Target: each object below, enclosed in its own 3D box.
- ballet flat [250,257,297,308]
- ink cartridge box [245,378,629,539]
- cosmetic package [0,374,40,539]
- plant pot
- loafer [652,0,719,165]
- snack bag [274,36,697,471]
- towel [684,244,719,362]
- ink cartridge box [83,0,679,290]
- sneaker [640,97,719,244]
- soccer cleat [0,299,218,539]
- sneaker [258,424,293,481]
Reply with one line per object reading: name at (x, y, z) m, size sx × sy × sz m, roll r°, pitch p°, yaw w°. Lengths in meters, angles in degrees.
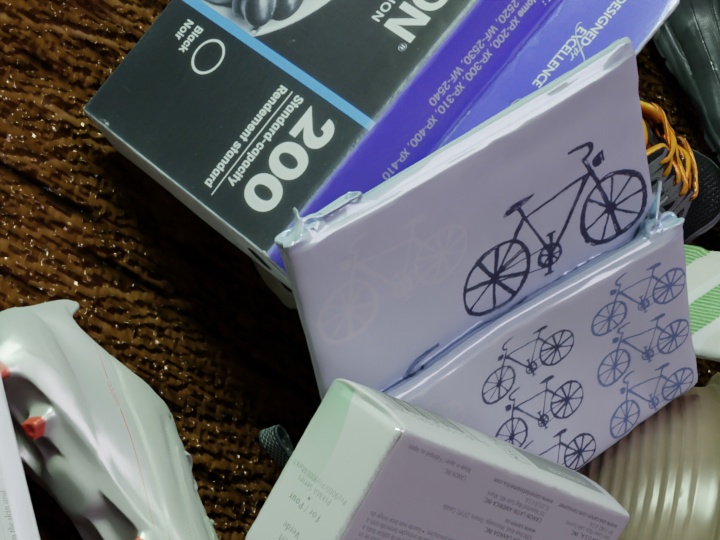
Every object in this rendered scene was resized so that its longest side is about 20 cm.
ballet flat at (0.000, 0.000, 0.946) m, size 0.200 × 0.068 × 0.072 m, roll 38°, pitch 60°, yaw 24°
ink cartridge box at (0.006, 0.157, 0.841) m, size 0.161 × 0.200 × 0.050 m, roll 25°, pitch 9°, yaw -45°
cosmetic package at (-0.172, 0.060, 0.767) m, size 0.082 × 0.051 × 0.200 m, roll -14°, pitch 74°, yaw -11°
plant pot at (0.125, 0.138, 0.967) m, size 0.093 × 0.201 × 0.201 m, roll 15°, pitch 51°, yaw -1°
loafer at (0.241, -0.101, 1.253) m, size 0.068 × 0.070 × 0.201 m, roll 32°, pitch 31°, yaw -56°
snack bag at (0.062, 0.020, 0.853) m, size 0.188 × 0.021 × 0.200 m, roll -31°, pitch 130°, yaw -22°
towel at (0.176, 0.020, 1.064) m, size 0.152 × 0.200 × 0.023 m, roll -25°, pitch 118°, yaw -52°
ink cartridge box at (0.002, -0.093, 0.891) m, size 0.200 × 0.198 × 0.043 m, roll 37°, pitch -4°, yaw 36°
sneaker at (0.153, -0.061, 1.169) m, size 0.200 × 0.077 × 0.078 m, roll 10°, pitch 58°, yaw -44°
soccer cleat at (-0.089, 0.098, 0.843) m, size 0.200 × 0.069 × 0.078 m, roll 56°, pitch 38°, yaw 0°
sneaker at (0.009, 0.085, 0.938) m, size 0.140 × 0.078 × 0.200 m, roll 25°, pitch 51°, yaw -34°
